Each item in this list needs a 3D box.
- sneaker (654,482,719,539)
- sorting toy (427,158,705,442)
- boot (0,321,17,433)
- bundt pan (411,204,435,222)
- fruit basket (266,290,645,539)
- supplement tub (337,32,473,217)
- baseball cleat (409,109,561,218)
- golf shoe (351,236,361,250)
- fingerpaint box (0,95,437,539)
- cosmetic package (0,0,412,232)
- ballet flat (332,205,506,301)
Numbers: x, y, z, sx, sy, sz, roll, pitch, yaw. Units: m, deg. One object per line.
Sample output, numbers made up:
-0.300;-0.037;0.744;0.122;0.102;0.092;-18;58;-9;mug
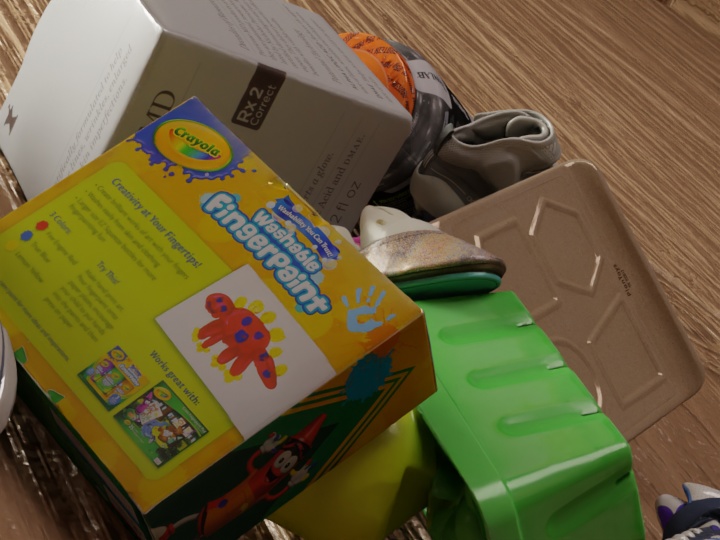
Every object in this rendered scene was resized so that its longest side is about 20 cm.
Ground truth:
0.199;0.182;1.086;0.199;0.081;0.146;14;16;-32;sneaker
0.130;0.032;1.185;0.199;0.036;0.186;-25;86;-46;sorting toy
-0.222;-0.009;0.847;0.091;0.072;0.201;75;-12;-52;boot
0.108;0.033;1.317;0.201;0.076;0.202;28;19;-10;bundt pan
0.028;0.111;0.960;0.214;0.156;0.216;-10;35;7;fruit basket
0.022;-0.100;1.374;0.122;0.123;0.200;39;-1;25;supplement tub
0.137;-0.054;1.301;0.199;0.107;0.070;14;37;-28;baseball cleat
0.048;0.054;1.152;0.199;0.092;0.075;30;18;-5;golf shoe
-0.087;0.029;0.899;0.200;0.166;0.074;42;-22;34;fingerpaint box
-0.108;-0.097;1.188;0.199;0.165;0.165;15;24;-36;cosmetic package
0.000;0.000;1.067;0.068;0.199;0.068;14;63;-48;ballet flat
